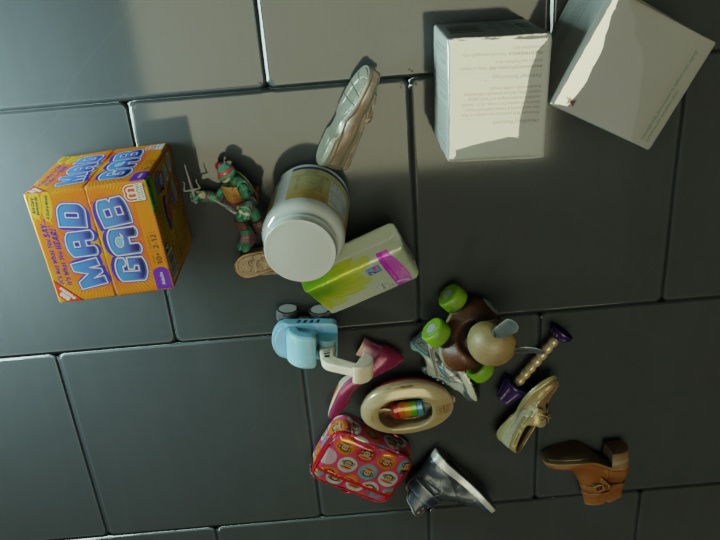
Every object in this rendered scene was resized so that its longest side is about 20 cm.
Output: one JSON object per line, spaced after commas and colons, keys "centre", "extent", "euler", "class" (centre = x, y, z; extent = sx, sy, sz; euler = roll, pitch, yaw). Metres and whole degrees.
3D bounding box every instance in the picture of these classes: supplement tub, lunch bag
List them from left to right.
{"centre": [-0.096, -0.085, 1.343], "extent": [0.144, 0.200, 0.145], "euler": [2, 124, 3], "class": "supplement tub"}
{"centre": [-0.005, 0.422, 1.670], "extent": [0.200, 0.082, 0.176], "euler": [24, 116, -12], "class": "lunch bag"}

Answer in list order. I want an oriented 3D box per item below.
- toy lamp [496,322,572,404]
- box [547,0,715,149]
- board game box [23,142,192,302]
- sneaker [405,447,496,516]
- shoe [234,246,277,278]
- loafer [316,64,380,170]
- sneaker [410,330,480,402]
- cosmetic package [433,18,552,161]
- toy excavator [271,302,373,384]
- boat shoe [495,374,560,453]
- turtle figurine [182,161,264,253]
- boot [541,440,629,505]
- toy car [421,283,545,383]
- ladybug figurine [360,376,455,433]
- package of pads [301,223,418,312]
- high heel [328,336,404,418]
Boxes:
{"centre": [0.358, 0.198, 1.590], "extent": [0.058, 0.058, 0.200], "euler": [32, 107, -16], "class": "toy lamp"}
{"centre": [0.423, -0.346, 1.266], "extent": [0.200, 0.171, 0.199], "euler": [22, 113, -12], "class": "box"}
{"centre": [-0.428, -0.088, 1.335], "extent": [0.200, 0.200, 0.200], "euler": [-7, 116, 2], "class": "board game box"}
{"centre": [0.193, 0.510, 1.711], "extent": [0.202, 0.077, 0.146], "euler": [42, 96, -9], "class": "sneaker"}
{"centre": [-0.142, -0.028, 1.464], "extent": [0.200, 0.053, 0.070], "euler": [-7, 102, -5], "class": "shoe"}
{"centre": [-0.011, -0.267, 1.350], "extent": [0.063, 0.072, 0.200], "euler": [16, 121, -28], "class": "loafer"}
{"centre": [0.177, 0.197, 1.581], "extent": [0.086, 0.078, 0.200], "euler": [-28, 107, 24], "class": "sneaker"}
{"centre": [0.214, -0.305, 1.279], "extent": [0.166, 0.167, 0.200], "euler": [-4, 117, -1], "class": "cosmetic package"}
{"centre": [-0.076, 0.153, 1.467], "extent": [0.194, 0.200, 0.100], "euler": [0, 116, -2], "class": "toy excavator"}
{"centre": [0.369, 0.307, 1.623], "extent": [0.074, 0.066, 0.200], "euler": [-4, 133, -46], "class": "boat shoe"}
{"centre": [-0.225, -0.121, 1.376], "extent": [0.101, 0.150, 0.200], "euler": [-45, 128, -21], "class": "turtle figurine"}
{"centre": [0.507, 0.464, 1.716], "extent": [0.200, 0.074, 0.155], "euler": [-3, 120, 2], "class": "boot"}
{"centre": [0.250, 0.121, 1.448], "extent": [0.164, 0.200, 0.158], "euler": [39, 66, -25], "class": "toy car"}
{"centre": [0.099, 0.277, 1.601], "extent": [0.200, 0.072, 0.136], "euler": [-5, 122, 3], "class": "ladybug figurine"}
{"centre": [0.000, 0.000, 1.433], "extent": [0.200, 0.068, 0.155], "euler": [-24, 156, 8], "class": "package of pads"}
{"centre": [0.008, 0.239, 1.587], "extent": [0.096, 0.067, 0.200], "euler": [27, 99, -3], "class": "high heel"}
